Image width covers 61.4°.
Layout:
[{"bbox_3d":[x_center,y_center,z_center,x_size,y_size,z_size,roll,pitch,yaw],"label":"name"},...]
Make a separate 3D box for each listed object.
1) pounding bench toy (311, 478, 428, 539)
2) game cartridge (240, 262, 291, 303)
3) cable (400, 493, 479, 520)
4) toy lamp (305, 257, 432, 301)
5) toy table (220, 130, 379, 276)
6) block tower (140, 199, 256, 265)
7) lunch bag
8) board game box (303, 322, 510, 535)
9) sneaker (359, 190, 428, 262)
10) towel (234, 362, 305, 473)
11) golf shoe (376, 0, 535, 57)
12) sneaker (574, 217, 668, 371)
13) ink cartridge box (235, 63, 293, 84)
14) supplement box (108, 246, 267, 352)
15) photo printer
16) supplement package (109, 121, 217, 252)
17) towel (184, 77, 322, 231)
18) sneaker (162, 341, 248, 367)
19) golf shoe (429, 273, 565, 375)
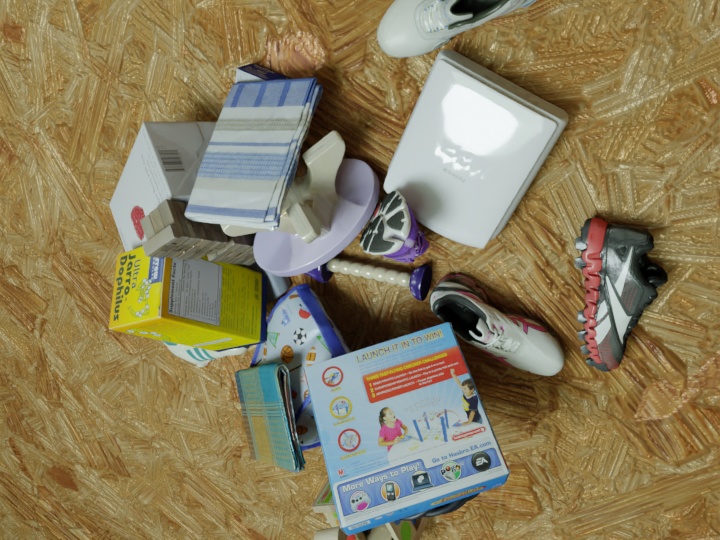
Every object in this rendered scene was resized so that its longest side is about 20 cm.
[{"bbox_3d":[0.010,0.430,1.005,0.123,0.200,0.157,-19,106,33],"label":"pounding bench toy"},{"bbox_3d":[-0.213,0.003,0.997,0.198,0.041,0.134,-10,114,31],"label":"game cartridge"},{"bbox_3d":[0.082,0.262,0.788,0.162,0.200,0.051,10,119,36],"label":"cable"},{"bbox_3d":[0.000,0.000,0.871,0.198,0.058,0.059,10,120,23],"label":"toy lamp"},{"bbox_3d":[-0.079,-0.086,0.780,0.200,0.117,0.184,-46,58,3],"label":"toy table"},{"bbox_3d":[-0.205,-0.048,0.823,0.054,0.199,0.058,-30,75,23],"label":"block tower"},{"bbox_3d":[-0.077,0.146,0.915,0.170,0.123,0.201,55,139,37],"label":"lunch bag"},{"bbox_3d":[0.049,0.186,0.734,0.198,0.197,0.056,-16,148,-2],"label":"board game box"},{"bbox_3d":[0.052,-0.047,0.757,0.083,0.200,0.081,26,94,-4],"label":"sneaker"},{"bbox_3d":[-0.137,0.212,0.891,0.200,0.022,0.148,-23,77,60],"label":"towel"},{"bbox_3d":[0.091,-0.284,0.650,0.199,0.097,0.079,-15,110,34],"label":"golf shoe"},{"bbox_3d":[0.310,0.036,0.721,0.097,0.071,0.202,3,115,28],"label":"sneaker"},{"bbox_3d":[-0.136,-0.175,0.856,0.093,0.044,0.201,26,125,15],"label":"ink cartridge box"},{"bbox_3d":[-0.241,0.044,0.877,0.109,0.199,0.110,-14,67,31],"label":"supplement box"},{"bbox_3d":[0.125,-0.134,0.728,0.166,0.069,0.201,32,125,9],"label":"photo printer"},{"bbox_3d":[-0.267,-0.104,0.875,0.200,0.119,0.122,-42,68,45],"label":"supplement package"},{"bbox_3d":[-0.132,-0.146,0.747,0.146,0.202,0.024,6,162,28],"label":"towel"},{"bbox_3d":[-0.268,0.130,1.083,0.198,0.071,0.094,3,135,24],"label":"sneaker"},{"bbox_3d":[0.177,0.085,0.802,0.199,0.092,0.073,31,117,7],"label":"golf shoe"}]
